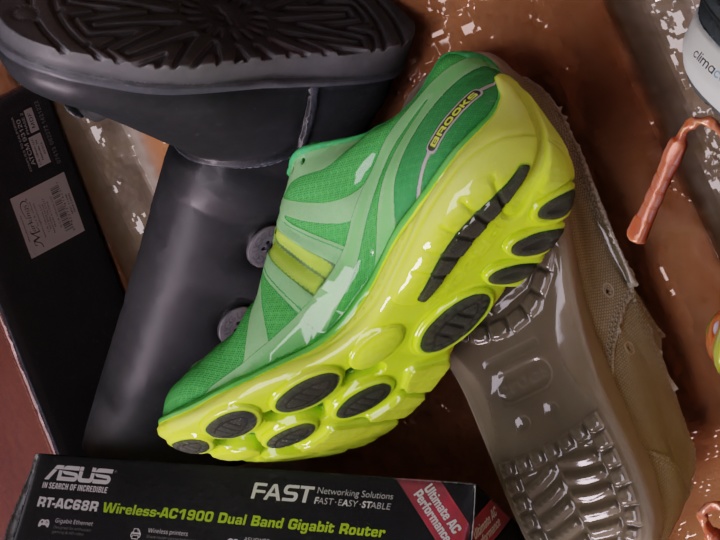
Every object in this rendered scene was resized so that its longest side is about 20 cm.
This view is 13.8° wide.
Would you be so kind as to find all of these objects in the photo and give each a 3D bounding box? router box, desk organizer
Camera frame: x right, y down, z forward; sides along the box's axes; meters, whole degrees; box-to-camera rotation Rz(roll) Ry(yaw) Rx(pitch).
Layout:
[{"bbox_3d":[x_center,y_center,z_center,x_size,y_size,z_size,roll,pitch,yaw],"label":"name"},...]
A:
[{"bbox_3d":[-0.017,0.130,1.148,0.200,0.062,0.150,3,155,29],"label":"router box"},{"bbox_3d":[-0.146,0.031,1.235,0.077,0.072,0.200,-11,105,38],"label":"desk organizer"}]

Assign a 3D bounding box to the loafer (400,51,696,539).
[{"bbox_3d":[0.068,0.017,1.098,0.076,0.068,0.200,-20,84,30],"label":"loafer"}]

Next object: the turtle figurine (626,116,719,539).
[{"bbox_3d":[0.180,0.042,1.036,0.161,0.064,0.200,14,122,41],"label":"turtle figurine"}]

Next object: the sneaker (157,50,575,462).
[{"bbox_3d":[0.000,0.000,1.067,0.200,0.074,0.084,-44,47,29],"label":"sneaker"}]

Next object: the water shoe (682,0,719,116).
[{"bbox_3d":[0.199,-0.055,0.977,0.200,0.071,0.079,28,120,17],"label":"water shoe"}]

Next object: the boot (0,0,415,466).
[{"bbox_3d":[-0.077,-0.012,1.126,0.066,0.165,0.200,-118,37,-46],"label":"boot"}]

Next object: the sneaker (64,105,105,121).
[{"bbox_3d":[-0.141,-0.103,1.171,0.200,0.071,0.099,5,145,51],"label":"sneaker"}]
